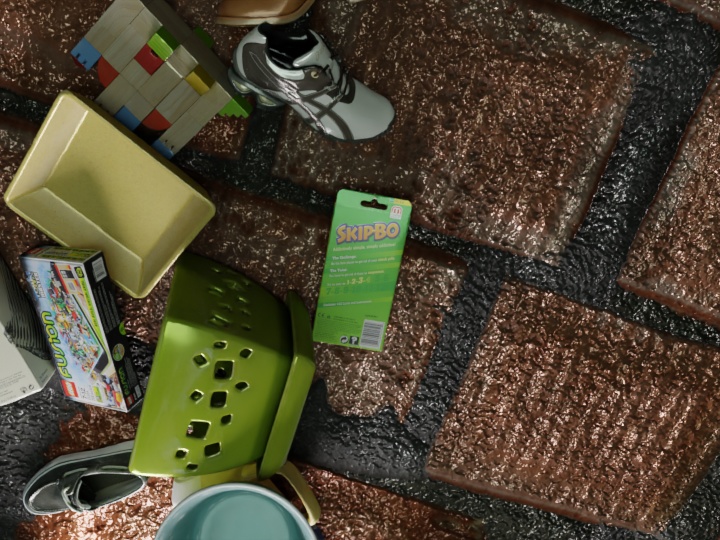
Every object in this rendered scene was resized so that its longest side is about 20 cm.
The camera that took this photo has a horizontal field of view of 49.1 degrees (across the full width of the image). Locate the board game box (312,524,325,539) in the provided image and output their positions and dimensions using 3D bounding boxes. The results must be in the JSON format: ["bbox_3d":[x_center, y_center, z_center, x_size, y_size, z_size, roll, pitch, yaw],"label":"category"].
[{"bbox_3d":[-0.071,0.466,1.088,0.135,0.034,0.201,-42,68,13],"label":"board game box"}]

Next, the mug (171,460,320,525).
[{"bbox_3d":[-0.157,0.306,1.040,0.185,0.149,0.155,-31,101,-5],"label":"mug"}]

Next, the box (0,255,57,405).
[{"bbox_3d":[-0.450,0.055,0.955,0.067,0.082,0.203,-20,112,6],"label":"box"}]

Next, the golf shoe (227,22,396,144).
[{"bbox_3d":[-0.041,-0.202,0.850,0.196,0.079,0.094,14,151,-21],"label":"golf shoe"}]

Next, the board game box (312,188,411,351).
[{"bbox_3d":[0.000,0.000,0.981,0.093,0.030,0.204,9,113,-6],"label":"board game box"}]

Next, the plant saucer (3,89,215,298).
[{"bbox_3d":[-0.281,-0.087,0.898,0.199,0.049,0.200,38,128,-15],"label":"plant saucer"}]

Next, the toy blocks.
[{"bbox_3d":[-0.233,-0.210,0.865,0.136,0.101,0.200,-35,112,23],"label":"toy blocks"}]

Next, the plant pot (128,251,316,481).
[{"bbox_3d":[-0.157,0.120,0.934,0.178,0.200,0.203,14,110,-14],"label":"plant pot"}]

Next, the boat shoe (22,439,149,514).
[{"bbox_3d":[-0.369,0.284,1.050,0.197,0.071,0.073,-23,110,7],"label":"boat shoe"}]

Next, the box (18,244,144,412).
[{"bbox_3d":[-0.338,0.071,0.959,0.108,0.035,0.204,5,117,27],"label":"box"}]

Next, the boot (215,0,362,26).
[{"bbox_3d":[-0.074,-0.345,0.818,0.196,0.077,0.158,-15,112,1],"label":"boot"}]

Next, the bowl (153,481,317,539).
[{"bbox_3d":[-0.139,0.331,0.922,0.196,0.105,0.205,0,95,-1],"label":"bowl"}]
